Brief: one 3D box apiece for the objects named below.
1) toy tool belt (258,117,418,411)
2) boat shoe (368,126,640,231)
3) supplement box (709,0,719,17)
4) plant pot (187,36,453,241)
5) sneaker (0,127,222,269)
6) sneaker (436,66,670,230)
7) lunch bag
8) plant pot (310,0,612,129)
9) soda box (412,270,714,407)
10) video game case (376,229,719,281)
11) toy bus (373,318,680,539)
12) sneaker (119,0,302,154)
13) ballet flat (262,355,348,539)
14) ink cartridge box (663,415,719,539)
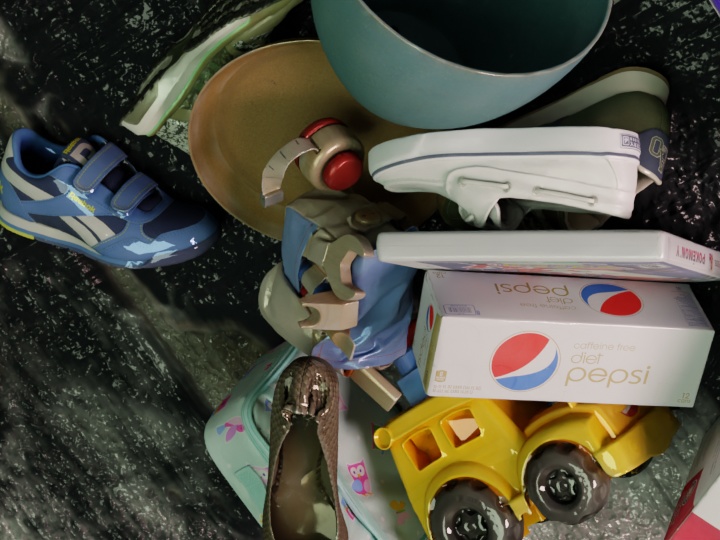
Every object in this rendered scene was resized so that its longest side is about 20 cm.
[{"bbox_3d":[0.000,0.000,1.331,0.123,0.124,0.201,48,148,37],"label":"toy tool belt"},{"bbox_3d":[0.090,-0.058,1.231,0.199,0.073,0.066,-1,83,36],"label":"boat shoe"},{"bbox_3d":[0.312,-0.214,1.116,0.199,0.101,0.104,-27,104,34],"label":"supplement box"},{"bbox_3d":[-0.027,-0.096,1.354,0.198,0.028,0.201,4,136,4],"label":"plant pot"},{"bbox_3d":[-0.204,-0.058,1.467,0.199,0.074,0.083,14,120,17],"label":"sneaker"},{"bbox_3d":[0.132,-0.060,1.285,0.200,0.090,0.067,-29,136,34],"label":"sneaker"},{"bbox_3d":[-0.023,0.158,1.449,0.077,0.160,0.200,-32,100,35],"label":"lunch bag"},{"bbox_3d":[0.049,-0.172,1.222,0.200,0.200,0.135,36,144,2],"label":"plant pot"},{"bbox_3d":[0.140,0.048,1.295,0.198,0.064,0.069,3,120,-11],"label":"soda box"},{"bbox_3d":[0.136,-0.009,1.274,0.199,0.182,0.023,0,86,24],"label":"video game case"},{"bbox_3d":[0.110,0.104,1.389,0.199,0.135,0.193,-32,85,33],"label":"toy bus"},{"bbox_3d":[-0.092,-0.150,1.374,0.088,0.077,0.200,37,132,-19],"label":"sneaker"},{"bbox_3d":[-0.040,0.160,1.345,0.067,0.046,0.201,5,111,6],"label":"ballet flat"},{"bbox_3d":[0.330,0.126,1.272,0.144,0.145,0.201,32,127,5],"label":"ink cartridge box"}]
